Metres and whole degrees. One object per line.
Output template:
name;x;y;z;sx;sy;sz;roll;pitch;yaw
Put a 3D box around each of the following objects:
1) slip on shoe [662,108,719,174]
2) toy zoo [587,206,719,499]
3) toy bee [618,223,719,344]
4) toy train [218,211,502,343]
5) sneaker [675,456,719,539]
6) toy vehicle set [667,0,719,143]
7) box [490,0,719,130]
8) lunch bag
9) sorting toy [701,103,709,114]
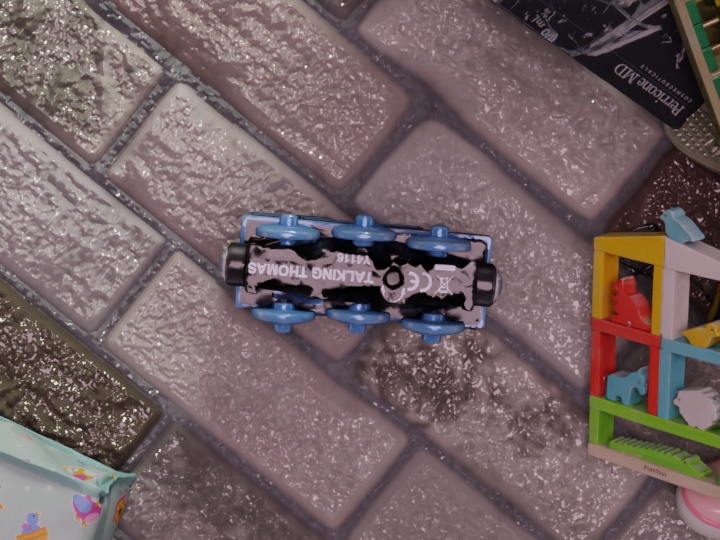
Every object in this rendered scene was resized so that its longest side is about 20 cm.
slip on shoe;0.318;-0.089;1.423;0.200;0.061;0.074;14;82;11
toy zoo;0.219;0.052;1.386;0.020;0.131;0.200;-15;111;-41
toy bee;0.292;0.033;1.405;0.200;0.109;0.131;-11;132;7
toy train;0.000;0.000;1.396;0.200;0.114;0.087;4;97;-1
sneaker;0.332;0.139;1.409;0.200;0.075;0.105;-1;135;-6
toy vehicle set;0.280;-0.132;1.253;0.124;0.027;0.200;-26;130;5
box;0.189;-0.232;1.246;0.200;0.124;0.197;29;118;-33
lunch bag;-0.287;0.189;1.403;0.200;0.122;0.170;22;95;6
sorting toy;0.297;-0.185;1.366;0.200;0.036;0.185;42;83;17
